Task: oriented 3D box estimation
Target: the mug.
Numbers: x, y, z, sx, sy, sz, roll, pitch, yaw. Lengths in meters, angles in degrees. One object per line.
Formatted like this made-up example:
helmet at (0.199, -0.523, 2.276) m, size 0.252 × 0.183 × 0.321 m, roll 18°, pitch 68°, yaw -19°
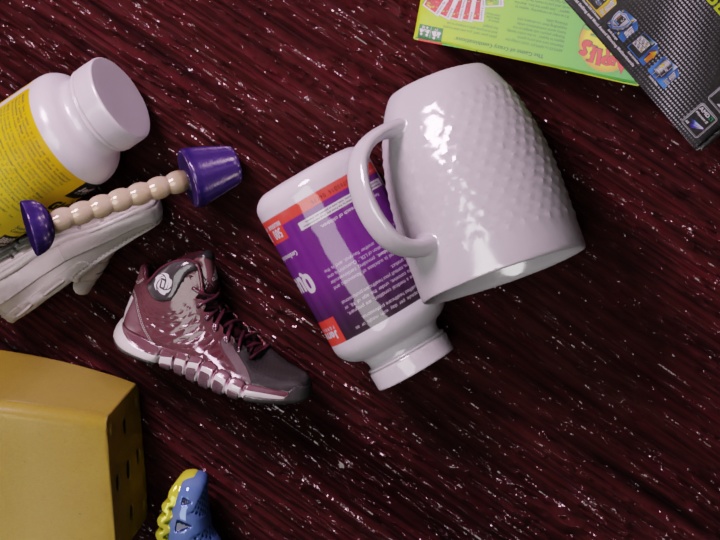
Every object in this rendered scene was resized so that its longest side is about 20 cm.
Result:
mug at (0.074, -0.073, 1.613) m, size 0.147 × 0.199 × 0.176 m, roll -27°, pitch 79°, yaw 51°

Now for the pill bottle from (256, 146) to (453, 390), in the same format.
pill bottle at (0.000, 0.000, 1.694) m, size 0.112 × 0.112 × 0.201 m, roll -29°, pitch 91°, yaw 21°

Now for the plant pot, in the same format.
plant pot at (-0.300, 0.186, 1.796) m, size 0.175 × 0.200 × 0.201 m, roll -3°, pitch 101°, yaw 7°

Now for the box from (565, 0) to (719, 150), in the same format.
box at (0.281, -0.233, 1.553) m, size 0.193 × 0.048 × 0.200 m, roll -40°, pitch 101°, yaw 12°

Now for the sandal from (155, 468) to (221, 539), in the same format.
sandal at (-0.147, 0.282, 1.823) m, size 0.086 × 0.080 × 0.201 m, roll 5°, pitch 111°, yaw 13°

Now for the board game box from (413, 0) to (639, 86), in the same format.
board game box at (0.153, -0.228, 1.632) m, size 0.199 × 0.048 × 0.102 m, roll 14°, pitch 105°, yaw 15°

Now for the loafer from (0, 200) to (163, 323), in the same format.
loafer at (-0.266, -0.014, 1.806) m, size 0.199 × 0.070 × 0.070 m, roll -24°, pitch 114°, yaw 17°

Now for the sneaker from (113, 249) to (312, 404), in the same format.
sneaker at (-0.129, 0.045, 1.767) m, size 0.199 × 0.076 × 0.116 m, roll 18°, pitch 103°, yaw 14°

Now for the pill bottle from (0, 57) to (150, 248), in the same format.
pill bottle at (-0.295, -0.109, 1.766) m, size 0.199 × 0.112 × 0.113 m, roll -30°, pitch 91°, yaw 21°

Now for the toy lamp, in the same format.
toy lamp at (-0.204, -0.067, 1.730) m, size 0.199 × 0.058 × 0.059 m, roll -17°, pitch 97°, yaw -15°
